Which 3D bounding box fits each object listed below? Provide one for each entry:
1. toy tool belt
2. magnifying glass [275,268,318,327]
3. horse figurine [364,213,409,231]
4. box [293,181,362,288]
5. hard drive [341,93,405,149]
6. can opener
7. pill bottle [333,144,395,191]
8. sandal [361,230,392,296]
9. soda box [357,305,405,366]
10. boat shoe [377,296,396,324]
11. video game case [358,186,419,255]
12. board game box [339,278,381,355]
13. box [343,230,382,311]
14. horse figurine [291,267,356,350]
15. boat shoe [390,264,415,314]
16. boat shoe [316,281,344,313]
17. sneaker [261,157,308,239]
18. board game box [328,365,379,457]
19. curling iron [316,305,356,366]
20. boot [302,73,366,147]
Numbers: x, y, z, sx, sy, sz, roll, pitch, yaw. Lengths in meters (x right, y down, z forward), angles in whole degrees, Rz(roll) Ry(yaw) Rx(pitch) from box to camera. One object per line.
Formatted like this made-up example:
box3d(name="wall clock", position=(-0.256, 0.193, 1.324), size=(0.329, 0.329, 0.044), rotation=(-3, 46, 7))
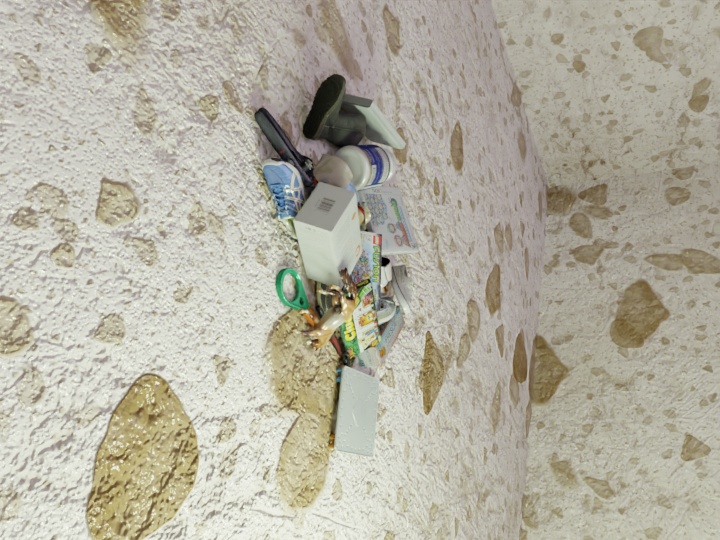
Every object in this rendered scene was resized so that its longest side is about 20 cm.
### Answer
box3d(name="toy tool belt", position=(-0.071, -0.170, 1.462), size=(0.122, 0.124, 0.202), rotation=(-39, 122, -19))
box3d(name="magnifying glass", position=(-0.134, 0.076, 1.381), size=(0.201, 0.022, 0.081), rotation=(60, 37, -39))
box3d(name="horse figurine", position=(0.073, -0.125, 1.749), size=(0.134, 0.049, 0.201), rotation=(57, 45, -26))
box3d(name="box", position=(-0.068, -0.076, 1.363), size=(0.202, 0.096, 0.125), rotation=(83, 31, -51))
box3d(name="hard drive", position=(0.029, -0.404, 1.638), size=(0.027, 0.131, 0.200), rotation=(-60, 143, -7))
box3d(name="can opener", position=(-0.167, -0.264, 1.319), size=(0.201, 0.078, 0.064), rotation=(56, 13, -26))
box3d(name="pill bottle", position=(0.013, -0.275, 1.604), size=(0.199, 0.114, 0.118), rotation=(-23, 106, -60))
box3d(name="sandal", position=(0.053, -0.022, 1.670), size=(0.080, 0.058, 0.210), rotation=(-98, 168, -62))
box3d(name="soda box", position=(0.056, 0.177, 1.660), size=(0.201, 0.067, 0.065), rotation=(-53, 130, -51))
box3d(name="boat shoe", position=(0.034, 0.110, 1.630), size=(0.201, 0.073, 0.066), rotation=(-31, 115, -51))
box3d(name="video game case", position=(0.078, -0.143, 1.700), size=(0.180, 0.023, 0.204), rotation=(-4, 73, -48))
box3d(name="board game box", position=(-0.006, 0.123, 1.500), size=(0.103, 0.023, 0.203), rotation=(-24, 129, -17))
box3d(name="box", position=(0.000, 0.000, 1.562), size=(0.108, 0.035, 0.205), rotation=(6, 77, -22))
box3d(name="horse figurine", position=(-0.069, 0.094, 1.348), size=(0.201, 0.050, 0.132), rotation=(-49, 135, 6))
box3d(name="boat shoe", position=(0.127, 0.048, 1.724), size=(0.201, 0.065, 0.073), rotation=(-103, 169, -61))
box3d(name="boat shoe", position=(-0.060, 0.010, 1.479), size=(0.073, 0.064, 0.204), rotation=(37, 55, -55))
box3d(name="sneaker", position=(-0.156, -0.157, 1.319), size=(0.202, 0.074, 0.078), rotation=(59, 35, -37))
box3d(name="board game box", position=(-0.013, 0.366, 1.551), size=(0.199, 0.025, 0.204), rotation=(35, 56, -55))
box3d(name="curling iron", position=(-0.061, 0.160, 1.477), size=(0.202, 0.049, 0.026), rotation=(64, 37, -29))
box3d(name="boot", position=(-0.041, -0.387, 1.499), size=(0.198, 0.183, 0.073), rotation=(-3, 46, -52))
